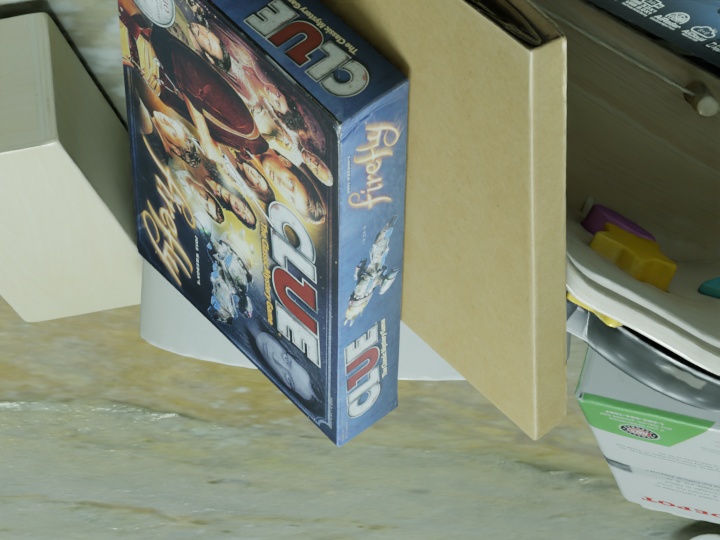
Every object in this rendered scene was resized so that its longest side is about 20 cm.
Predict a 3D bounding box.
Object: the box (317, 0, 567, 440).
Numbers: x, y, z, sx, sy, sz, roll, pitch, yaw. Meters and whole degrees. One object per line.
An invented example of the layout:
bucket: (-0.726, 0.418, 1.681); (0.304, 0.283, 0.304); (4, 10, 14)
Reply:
box: (0.019, -0.051, 1.009); (0.021, 0.163, 0.200); (-30, 142, -23)

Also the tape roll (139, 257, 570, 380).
tape roll: (0.000, 0.000, 1.253); (0.202, 0.071, 0.202); (3, -174, 0)

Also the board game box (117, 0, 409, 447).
board game box: (-0.039, -0.038, 1.064); (0.035, 0.135, 0.200); (-34, 149, -24)

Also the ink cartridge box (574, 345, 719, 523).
ink cartridge box: (0.212, 0.081, 1.536); (0.146, 0.085, 0.200); (12, 164, 17)

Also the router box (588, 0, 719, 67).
router box: (0.162, -0.143, 1.039); (0.150, 0.062, 0.200); (-23, 151, 38)

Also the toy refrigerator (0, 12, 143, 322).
toy refrigerator: (-0.148, -0.045, 1.241); (0.076, 0.070, 0.200); (-10, 160, 8)

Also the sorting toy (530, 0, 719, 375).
sorting toy: (0.116, -0.018, 1.085); (0.200, 0.180, 0.107); (28, 110, -9)

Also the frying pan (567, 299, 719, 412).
frying pan: (0.112, 0.027, 1.158); (0.190, 0.115, 0.031); (0, 123, -58)

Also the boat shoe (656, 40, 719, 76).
boat shoe: (0.101, -0.064, 1.225); (0.199, 0.066, 0.075); (5, 157, -20)

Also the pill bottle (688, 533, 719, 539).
pill bottle: (0.312, 0.251, 1.983); (0.200, 0.120, 0.119); (17, 151, -40)
